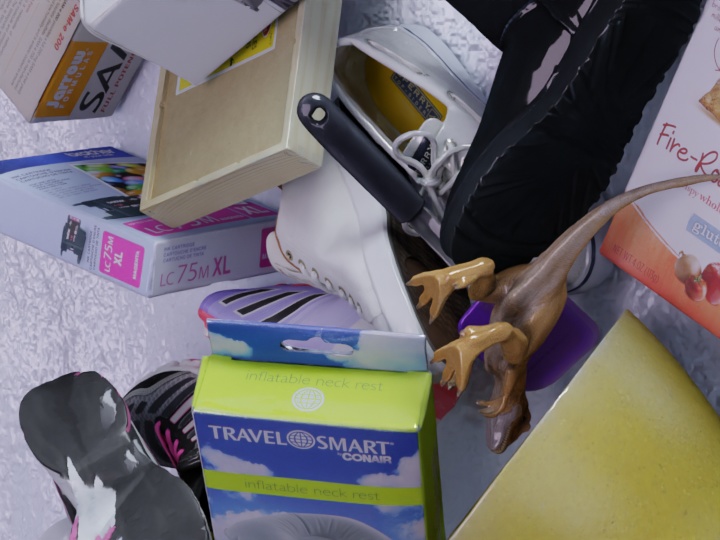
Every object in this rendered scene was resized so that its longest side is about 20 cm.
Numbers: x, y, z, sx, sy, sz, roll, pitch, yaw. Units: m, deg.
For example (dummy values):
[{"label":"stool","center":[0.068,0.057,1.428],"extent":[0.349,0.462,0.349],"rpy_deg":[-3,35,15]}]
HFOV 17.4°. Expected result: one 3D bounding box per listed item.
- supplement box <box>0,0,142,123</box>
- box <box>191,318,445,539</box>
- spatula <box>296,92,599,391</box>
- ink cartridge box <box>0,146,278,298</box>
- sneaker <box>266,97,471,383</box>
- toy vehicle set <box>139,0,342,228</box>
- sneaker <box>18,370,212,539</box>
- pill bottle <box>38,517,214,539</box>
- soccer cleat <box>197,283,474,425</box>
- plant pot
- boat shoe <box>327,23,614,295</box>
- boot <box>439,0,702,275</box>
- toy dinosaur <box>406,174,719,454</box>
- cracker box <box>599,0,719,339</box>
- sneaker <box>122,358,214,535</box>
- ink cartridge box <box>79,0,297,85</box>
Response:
[{"label":"supplement box","center":[-0.209,-0.204,1.472],"extent":[0.200,0.073,0.126],"rpy_deg":[50,125,25]},{"label":"box","center":[-0.019,0.113,1.250],"extent":[0.122,0.048,0.200],"rpy_deg":[4,136,10]},{"label":"spatula","center":[0.039,-0.017,1.226],"extent":[0.057,0.021,0.200],"rpy_deg":[-44,92,6]},{"label":"ink cartridge box","center":[-0.149,-0.036,1.414],"extent":[0.200,0.119,0.042],"rpy_deg":[19,110,39]},{"label":"sneaker","center":[0.000,0.000,1.286],"extent":[0.085,0.073,0.200],"rpy_deg":[-40,43,19]},{"label":"toy vehicle set","center":[-0.063,-0.133,1.322],"extent":[0.124,0.026,0.200],"rpy_deg":[-19,55,43]},{"label":"sneaker","center":[-0.125,0.147,1.343],"extent":[0.086,0.080,0.200],"rpy_deg":[67,177,-49]},{"label":"pill bottle","center":[-0.110,0.204,1.423],"extent":[0.200,0.109,0.109],"rpy_deg":[9,102,41]},{"label":"soccer cleat","center":[-0.012,0.032,1.351],"extent":[0.200,0.067,0.077],"rpy_deg":[16,76,45]},{"label":"plant pot","center":[0.126,0.141,1.167],"extent":[0.142,0.200,0.200],"rpy_deg":[38,123,6]},{"label":"boat shoe","center":[0.048,-0.060,1.256],"extent":[0.202,0.086,0.075],"rpy_deg":[51,126,25]},{"label":"boot","center":[0.078,-0.117,1.194],"extent":[0.198,0.073,0.163],"rpy_deg":[-58,41,21]},{"label":"toy dinosaur","center":[0.084,0.011,1.169],"extent":[0.060,0.106,0.200],"rpy_deg":[55,138,28]},{"label":"cracker box","center":[0.212,-0.061,1.128],"extent":[0.134,0.058,0.200],"rpy_deg":[37,119,32]},{"label":"sneaker","center":[-0.086,0.110,1.387],"extent":[0.200,0.087,0.074],"rpy_deg":[9,132,42]},{"label":"ink cartridge box","center":[-0.062,-0.219,1.280],"extent":[0.200,0.083,0.145],"rpy_deg":[-36,44,32]}]
